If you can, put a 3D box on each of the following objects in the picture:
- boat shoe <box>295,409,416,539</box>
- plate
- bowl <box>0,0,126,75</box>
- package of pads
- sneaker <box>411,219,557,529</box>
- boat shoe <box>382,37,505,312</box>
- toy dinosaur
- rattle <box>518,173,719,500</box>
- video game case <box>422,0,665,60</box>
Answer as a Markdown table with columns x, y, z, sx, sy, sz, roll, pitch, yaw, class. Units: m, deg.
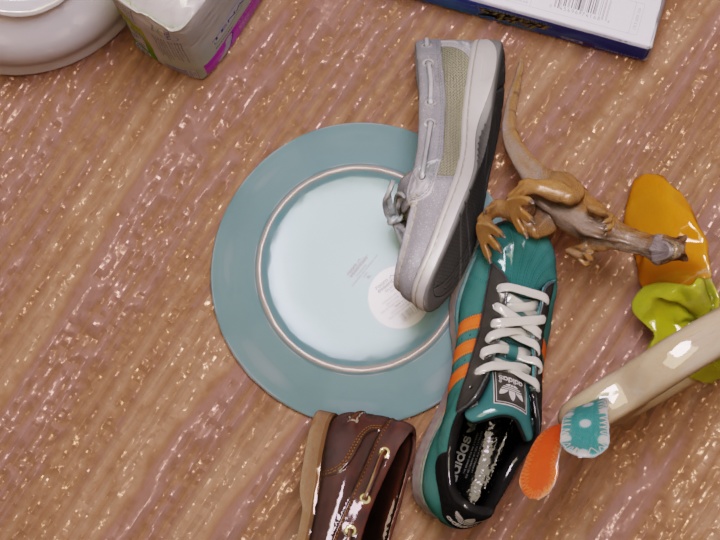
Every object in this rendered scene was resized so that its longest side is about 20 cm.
| x | y | z | sx | sy | sz | roll | pitch | yaw | class |
| --- | --- | --- | --- | --- | --- | --- | --- | --- | --- |
| -0.010 | 0.186 | 1.350 | 0.070 | 0.070 | 0.201 | 7 | 79 | 13 | boat shoe |
| 0.000 | 0.000 | 1.405 | 0.199 | 0.026 | 0.201 | 0 | 82 | 2 | plate |
| -0.220 | -0.216 | 1.371 | 0.200 | 0.090 | 0.202 | -2 | 106 | -8 | bowl |
| -0.079 | -0.228 | 1.372 | 0.068 | 0.155 | 0.201 | 31 | 85 | 6 | package of pads |
| 0.090 | 0.066 | 1.356 | 0.071 | 0.080 | 0.201 | 15 | 87 | -17 | sneaker |
| 0.047 | -0.064 | 1.368 | 0.064 | 0.075 | 0.203 | 8 | 60 | 11 | boat shoe |
| 0.120 | -0.047 | 1.360 | 0.106 | 0.061 | 0.200 | -17 | 48 | -36 | toy dinosaur |
| 0.152 | 0.034 | 1.325 | 0.199 | 0.130 | 0.144 | -24 | 95 | -23 | rattle |
| 0.119 | -0.253 | 1.422 | 0.199 | 0.045 | 0.182 | 16 | 85 | 4 | video game case |
